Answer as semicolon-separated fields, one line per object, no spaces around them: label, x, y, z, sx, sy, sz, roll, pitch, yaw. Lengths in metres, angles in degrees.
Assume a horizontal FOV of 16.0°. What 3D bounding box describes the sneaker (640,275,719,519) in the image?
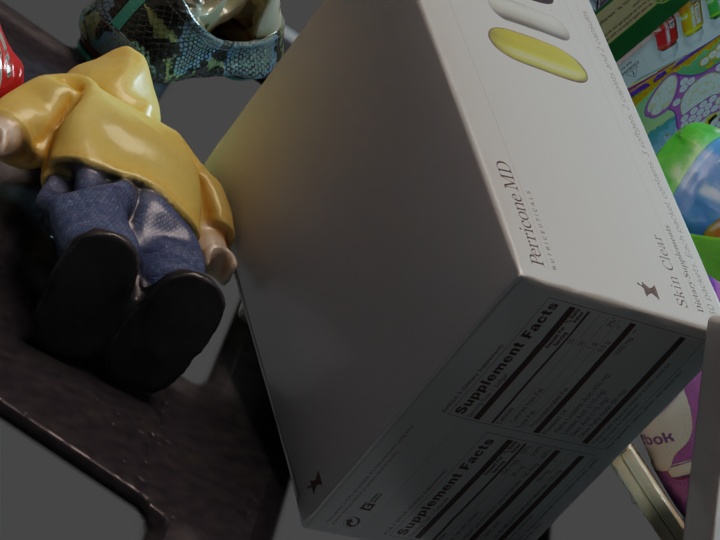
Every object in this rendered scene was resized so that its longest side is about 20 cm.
sneaker;0.215;0.032;1.226;0.115;0.200;0.073;56;-19;-16

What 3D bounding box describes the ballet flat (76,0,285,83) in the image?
ballet flat;-0.076;-0.135;1.332;0.074;0.074;0.200;39;20;8

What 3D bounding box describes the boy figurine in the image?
boy figurine;-0.109;-0.037;1.066;0.124;0.065;0.200;25;22;-25

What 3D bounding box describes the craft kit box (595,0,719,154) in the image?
craft kit box;0.218;-0.121;1.505;0.049;0.200;0.198;51;2;35

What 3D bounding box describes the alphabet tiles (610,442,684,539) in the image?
alphabet tiles;0.108;0.068;1.163;0.196;0.015;0.200;53;4;-43

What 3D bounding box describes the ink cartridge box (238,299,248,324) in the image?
ink cartridge box;0.000;0.000;1.211;0.094;0.037;0.200;34;18;-8

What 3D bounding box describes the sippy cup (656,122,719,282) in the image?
sippy cup;0.213;0.006;1.345;0.130;0.141;0.178;21;41;24

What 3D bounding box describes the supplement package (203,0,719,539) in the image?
supplement package;0.036;-0.011;1.047;0.110;0.156;0.201;14;41;-34

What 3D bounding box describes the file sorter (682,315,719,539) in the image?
file sorter;0.204;0.124;0.979;0.124;0.202;0.138;7;3;32

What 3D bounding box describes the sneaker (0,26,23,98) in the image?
sneaker;-0.209;-0.135;1.129;0.085;0.077;0.201;28;26;-53
